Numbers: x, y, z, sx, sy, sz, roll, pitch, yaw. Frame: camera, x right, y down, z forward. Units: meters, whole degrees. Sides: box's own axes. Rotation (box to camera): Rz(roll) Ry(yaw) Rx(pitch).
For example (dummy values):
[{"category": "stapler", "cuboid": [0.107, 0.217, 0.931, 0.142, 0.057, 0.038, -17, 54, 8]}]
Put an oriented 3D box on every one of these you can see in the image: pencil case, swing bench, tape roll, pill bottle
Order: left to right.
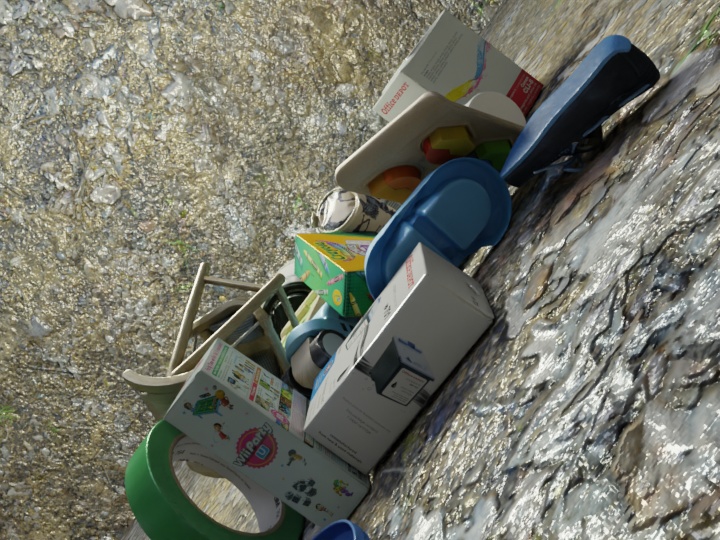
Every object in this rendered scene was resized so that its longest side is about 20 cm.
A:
[{"category": "tape roll", "cuboid": [-0.156, 0.244, 0.930, 0.048, 0.200, 0.200, -52, 7, 18]}, {"category": "swing bench", "cuboid": [-0.162, 0.133, 1.075, 0.200, 0.129, 0.199, -62, -34, -35]}, {"category": "pencil case", "cuboid": [0.019, -0.057, 1.257, 0.089, 0.200, 0.078, -35, 53, 25]}, {"category": "pill bottle", "cuboid": [0.143, -0.160, 1.187, 0.120, 0.119, 0.200, -58, 8, -27]}]

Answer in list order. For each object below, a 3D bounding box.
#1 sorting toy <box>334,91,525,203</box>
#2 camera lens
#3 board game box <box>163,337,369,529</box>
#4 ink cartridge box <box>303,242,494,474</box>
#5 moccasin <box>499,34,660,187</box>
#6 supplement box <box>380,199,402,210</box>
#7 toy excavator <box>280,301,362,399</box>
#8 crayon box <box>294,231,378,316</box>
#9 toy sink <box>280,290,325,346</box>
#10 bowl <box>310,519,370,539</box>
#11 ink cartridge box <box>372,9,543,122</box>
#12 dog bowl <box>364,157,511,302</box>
[{"category": "sorting toy", "cuboid": [0.099, -0.123, 1.011, 0.185, 0.200, 0.037, -35, 54, 41]}, {"category": "camera lens", "cuboid": [-0.096, 0.064, 1.561, 0.160, 0.160, 0.200, -53, 7, 15]}, {"category": "board game box", "cuboid": [-0.090, 0.163, 0.873, 0.064, 0.200, 0.148, -53, 6, 4]}, {"category": "ink cartridge box", "cuboid": [0.037, 0.085, 0.875, 0.200, 0.086, 0.146, -54, 7, 12]}, {"category": "moccasin", "cuboid": [0.212, -0.138, 0.842, 0.200, 0.068, 0.081, -48, 17, 53]}, {"category": "supplement box", "cuboid": [0.057, -0.107, 1.550, 0.086, 0.110, 0.200, -53, 7, 6]}, {"category": "toy excavator", "cuboid": [-0.008, 0.074, 1.097, 0.100, 0.194, 0.200, -49, 36, 38]}, {"category": "crayon box", "cuboid": [0.000, 0.000, 1.087, 0.200, 0.118, 0.058, -145, 55, -63]}, {"category": "toy sink", "cuboid": [-0.057, 0.106, 1.296, 0.130, 0.112, 0.200, -50, 8, 30]}, {"category": "bowl", "cuboid": [-0.047, 0.288, 0.649, 0.201, 0.039, 0.201, -54, 6, 9]}, {"category": "ink cartridge box", "cuboid": [0.150, -0.275, 1.349, 0.145, 0.200, 0.145, -57, 8, -21]}, {"category": "dog bowl", "cuboid": [0.083, -0.038, 0.967, 0.200, 0.111, 0.050, -50, 16, -3]}]
